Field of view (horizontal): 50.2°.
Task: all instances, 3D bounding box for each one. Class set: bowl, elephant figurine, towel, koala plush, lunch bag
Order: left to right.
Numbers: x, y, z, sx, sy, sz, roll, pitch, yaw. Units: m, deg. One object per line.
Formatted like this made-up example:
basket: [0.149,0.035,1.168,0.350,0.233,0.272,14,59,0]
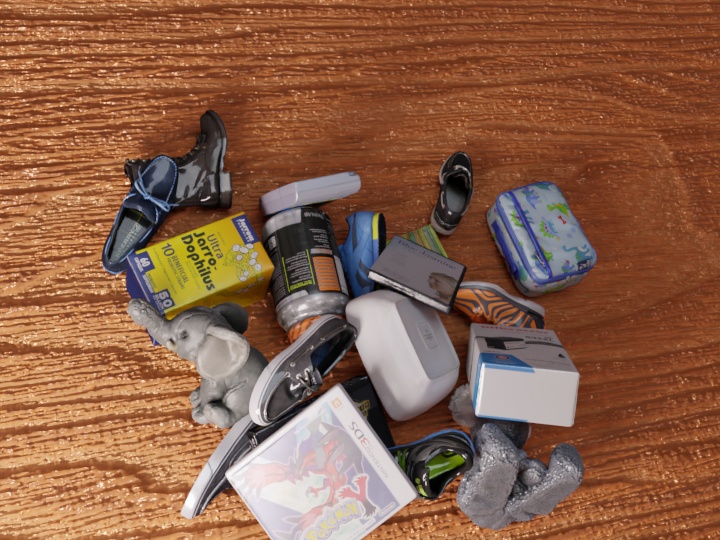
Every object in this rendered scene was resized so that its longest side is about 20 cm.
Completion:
elephant figurine: [-0.205,0.108,1.080,0.139,0.204,0.154,12,36,41]
towel: [0.063,-0.016,1.355,0.197,0.018,0.087,-21,71,-26]
bowl: [0.077,0.115,1.193,0.198,0.074,0.203,-7,70,-59]
koala plush: [0.217,0.270,1.193,0.173,0.186,0.203,16,38,-17]
lunch bag: [0.332,-0.059,1.430,0.157,0.083,0.204,-12,66,-20]

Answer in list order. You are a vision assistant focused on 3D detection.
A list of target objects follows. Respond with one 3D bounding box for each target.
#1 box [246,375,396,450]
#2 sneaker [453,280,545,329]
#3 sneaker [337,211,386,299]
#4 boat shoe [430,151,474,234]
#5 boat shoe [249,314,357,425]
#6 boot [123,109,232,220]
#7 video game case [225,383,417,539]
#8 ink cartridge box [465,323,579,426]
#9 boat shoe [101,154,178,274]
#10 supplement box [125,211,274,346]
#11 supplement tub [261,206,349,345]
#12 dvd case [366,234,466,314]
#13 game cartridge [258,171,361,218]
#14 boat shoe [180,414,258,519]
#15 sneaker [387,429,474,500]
box: [-0.040,0.283,1.109,0.197,0.049,0.203,-22,92,-26]
sneaker: [0.231,0.094,1.317,0.195,0.078,0.114,16,58,-9]
sneaker: [0.000,0.000,1.293,0.076,0.066,0.206,-2,74,15]
boat shoe: [0.179,-0.158,1.434,0.073,0.061,0.202,27,52,-3]
boat shoe: [-0.073,0.142,1.082,0.065,0.071,0.200,10,43,41]
boot: [-0.308,-0.180,1.288,0.170,0.069,0.205,-4,68,-20]
video game case: [-0.052,0.285,1.030,0.199,0.023,0.184,-37,91,5]
ink cartridge box: [0.242,0.153,1.181,0.141,0.200,0.086,5,103,3]
boat shoe: [-0.335,-0.087,1.198,0.082,0.069,0.204,21,80,-12]
supplement box: [-0.248,0.012,1.185,0.197,0.110,0.110,-24,72,-28]
supplement tub: [-0.085,0.014,1.228,0.119,0.123,0.204,-5,66,-20]
dvd case: [0.098,0.002,1.260,0.140,0.018,0.200,24,23,6]
game cartridge: [-0.094,-0.121,1.260,0.130,0.199,0.042,-10,91,-23]
boat shoe: [-0.177,0.275,1.097,0.067,0.072,0.201,34,51,4]
sneaker: [0.069,0.284,1.071,0.196,0.083,0.072,-24,101,0]
